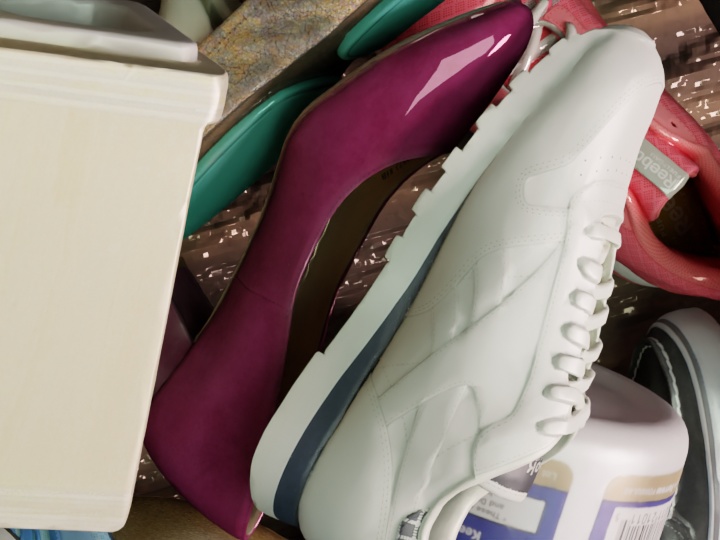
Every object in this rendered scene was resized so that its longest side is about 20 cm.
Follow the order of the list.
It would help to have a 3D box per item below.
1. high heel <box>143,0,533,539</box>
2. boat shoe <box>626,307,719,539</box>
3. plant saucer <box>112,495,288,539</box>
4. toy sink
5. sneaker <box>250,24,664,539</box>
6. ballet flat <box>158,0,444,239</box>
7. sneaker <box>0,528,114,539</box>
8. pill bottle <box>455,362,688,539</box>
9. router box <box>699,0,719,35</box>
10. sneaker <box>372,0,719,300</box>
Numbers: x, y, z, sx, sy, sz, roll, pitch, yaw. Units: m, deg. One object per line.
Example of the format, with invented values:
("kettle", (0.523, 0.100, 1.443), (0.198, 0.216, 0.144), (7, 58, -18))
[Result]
("high heel", (0.000, 0.000, 0.727), (0.200, 0.067, 0.096), (-41, 78, 26))
("boat shoe", (0.111, 0.112, 0.856), (0.057, 0.069, 0.200), (-7, 112, -20))
("plant saucer", (-0.085, 0.164, 0.728), (0.200, 0.200, 0.035), (-32, 155, -10))
("toy sink", (-0.116, -0.037, 0.674), (0.112, 0.130, 0.200), (5, 105, -24))
("sneaker", (0.049, 0.016, 0.704), (0.200, 0.080, 0.076), (-59, 157, 7))
("ballet flat", (-0.025, -0.086, 0.725), (0.200, 0.068, 0.067), (-40, 78, 21))
("sneaker", (-0.122, 0.101, 0.714), (0.090, 0.200, 0.078), (-46, 163, -32))
("pill bottle", (0.037, 0.130, 0.803), (0.116, 0.116, 0.200), (12, 103, -26))
("router box", (0.169, -0.138, 0.691), (0.062, 0.200, 0.150), (-24, 75, -25))
("sneaker", (0.083, -0.058, 0.773), (0.200, 0.087, 0.074), (39, 90, -28))
